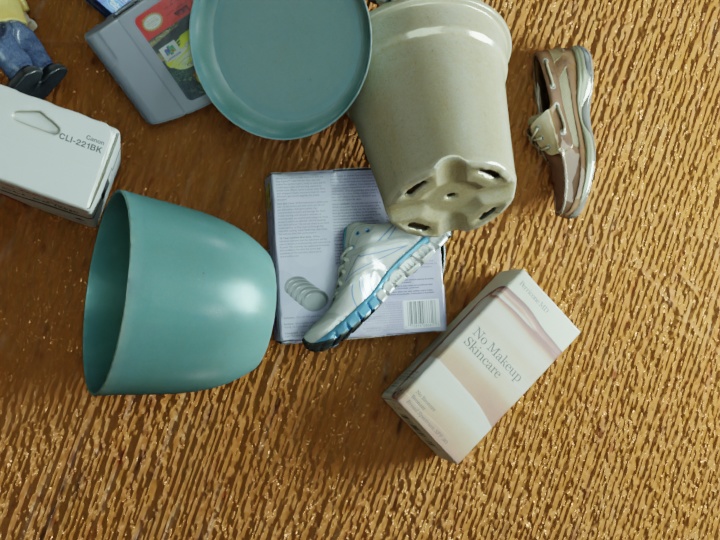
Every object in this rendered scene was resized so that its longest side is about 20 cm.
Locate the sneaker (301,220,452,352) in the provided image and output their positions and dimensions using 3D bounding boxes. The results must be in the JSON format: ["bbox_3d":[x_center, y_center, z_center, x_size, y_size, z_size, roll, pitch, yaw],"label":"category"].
[{"bbox_3d":[0.000,0.000,1.204,0.087,0.075,0.200,45,71,0],"label":"sneaker"}]

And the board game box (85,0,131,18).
[{"bbox_3d":[-0.268,-0.399,1.223,0.200,0.043,0.200,40,79,-8],"label":"board game box"}]

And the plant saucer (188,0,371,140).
[{"bbox_3d":[-0.078,-0.233,1.148,0.198,0.027,0.202,6,106,20],"label":"plant saucer"}]

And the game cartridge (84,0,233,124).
[{"bbox_3d":[-0.169,-0.247,1.202,0.199,0.041,0.133,-34,122,3],"label":"game cartridge"}]

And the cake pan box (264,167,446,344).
[{"bbox_3d":[-0.002,-0.019,1.259,0.198,0.052,0.186,-5,90,-12],"label":"cake pan box"}]

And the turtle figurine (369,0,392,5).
[{"bbox_3d":[-0.038,-0.318,1.237,0.149,0.100,0.202,3,71,-44],"label":"turtle figurine"}]

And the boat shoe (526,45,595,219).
[{"bbox_3d":[0.222,-0.157,1.306,0.071,0.076,0.202,2,78,-8],"label":"boat shoe"}]

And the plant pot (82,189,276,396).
[{"bbox_3d":[-0.178,0.031,1.152,0.160,0.200,0.203,8,86,-24],"label":"plant pot"}]

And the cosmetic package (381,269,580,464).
[{"bbox_3d":[0.131,0.104,1.261,0.103,0.087,0.200,45,80,-6],"label":"cosmetic package"}]

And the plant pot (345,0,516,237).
[{"bbox_3d":[0.076,-0.144,1.173,0.198,0.201,0.185,-4,60,-12],"label":"plant pot"}]

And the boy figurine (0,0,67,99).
[{"bbox_3d":[-0.386,-0.263,1.163,0.064,0.124,0.201,-39,87,27],"label":"boy figurine"}]

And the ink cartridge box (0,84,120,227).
[{"bbox_3d":[-0.314,-0.110,1.119,0.143,0.200,0.084,20,83,-10],"label":"ink cartridge box"}]
